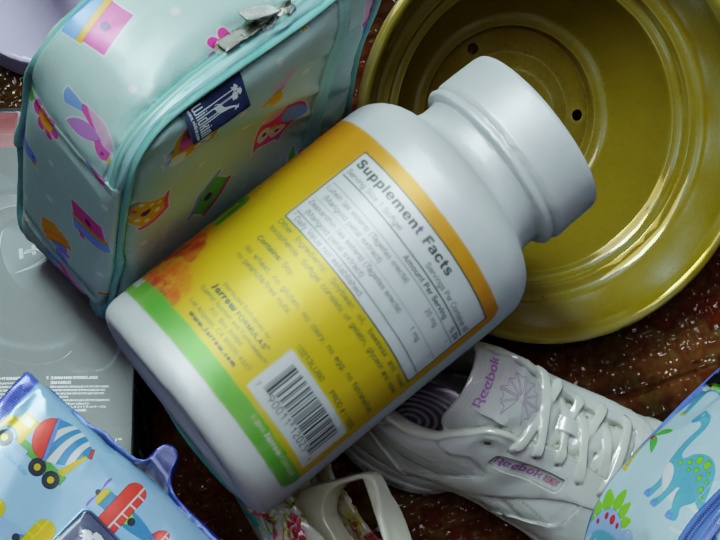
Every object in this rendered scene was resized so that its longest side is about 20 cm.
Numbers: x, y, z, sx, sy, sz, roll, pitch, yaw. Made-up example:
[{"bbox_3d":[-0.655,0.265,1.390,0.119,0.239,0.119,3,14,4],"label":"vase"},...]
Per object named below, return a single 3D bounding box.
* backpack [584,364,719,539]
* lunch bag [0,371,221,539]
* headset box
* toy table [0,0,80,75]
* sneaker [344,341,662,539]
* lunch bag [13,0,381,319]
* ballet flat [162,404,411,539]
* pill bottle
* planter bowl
[{"bbox_3d":[0.206,0.117,0.907,0.200,0.183,0.147,-40,28,-8],"label":"backpack"},{"bbox_3d":[-0.144,0.157,0.930,0.150,0.094,0.200,41,82,1],"label":"lunch bag"},{"bbox_3d":[-0.174,0.010,1.024,0.148,0.077,0.201,-2,68,0],"label":"headset box"},{"bbox_3d":[-0.184,-0.206,1.088,0.184,0.117,0.200,-41,72,-14],"label":"toy table"},{"bbox_3d":[0.080,0.083,0.976,0.199,0.100,0.075,15,67,6],"label":"sneaker"},{"bbox_3d":[-0.066,-0.072,0.914,0.160,0.200,0.077,-36,76,-24],"label":"lunch bag"},{"bbox_3d":[-0.023,0.098,0.979,0.064,0.076,0.201,-37,82,23],"label":"ballet flat"},{"bbox_3d":[0.000,0.000,0.911,0.200,0.111,0.111,-38,72,-10],"label":"pill bottle"},{"bbox_3d":[0.083,-0.072,1.026,0.199,0.083,0.202,-3,100,-16],"label":"planter bowl"}]
